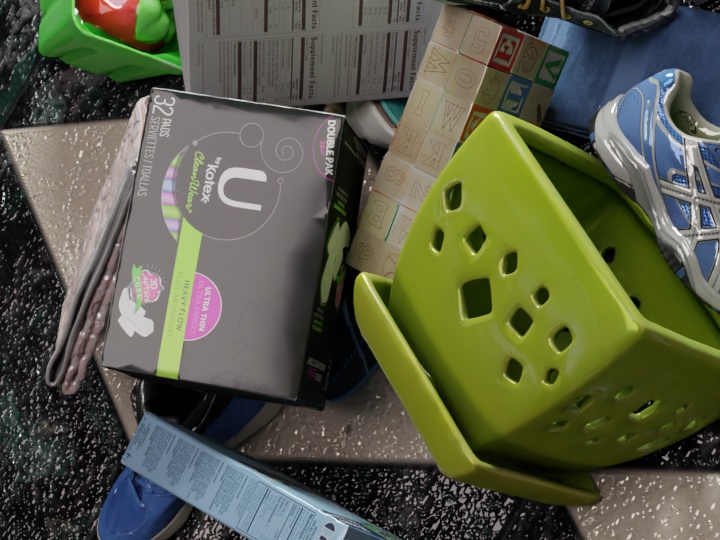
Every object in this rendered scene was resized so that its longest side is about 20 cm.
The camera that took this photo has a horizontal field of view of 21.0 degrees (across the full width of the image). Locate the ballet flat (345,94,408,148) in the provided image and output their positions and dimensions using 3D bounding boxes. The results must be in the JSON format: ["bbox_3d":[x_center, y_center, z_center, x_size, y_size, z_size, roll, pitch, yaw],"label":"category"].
[{"bbox_3d":[0.005,-0.146,1.544,0.069,0.069,0.201,-37,53,15],"label":"ballet flat"}]

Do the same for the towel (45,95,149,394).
[{"bbox_3d":[-0.201,-0.023,1.545,0.191,0.032,0.202,-101,33,-70],"label":"towel"}]

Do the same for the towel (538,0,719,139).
[{"bbox_3d":[0.214,-0.140,1.411,0.199,0.048,0.113,18,83,36],"label":"towel"}]

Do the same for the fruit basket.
[{"bbox_3d":[-0.173,-0.275,1.658,0.215,0.155,0.218,-21,62,45],"label":"fruit basket"}]

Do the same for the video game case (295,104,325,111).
[{"bbox_3d":[-0.116,-0.053,1.539,0.142,0.019,0.202,15,83,41],"label":"video game case"}]

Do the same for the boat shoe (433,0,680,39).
[{"bbox_3d":[0.131,-0.206,1.352,0.091,0.199,0.071,45,132,41],"label":"boat shoe"}]

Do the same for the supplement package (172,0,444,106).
[{"bbox_3d":[-0.040,-0.229,1.460,0.198,0.152,0.153,-5,49,-8],"label":"supplement package"}]

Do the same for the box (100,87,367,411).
[{"bbox_3d":[-0.087,-0.012,1.394,0.147,0.124,0.202,8,83,9],"label":"box"}]

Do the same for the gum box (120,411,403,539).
[{"bbox_3d":[-0.047,0.176,1.383,0.199,0.170,0.045,25,86,37],"label":"gum box"}]

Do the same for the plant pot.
[{"bbox_3d":[0.124,0.042,1.316,0.181,0.198,0.201,-44,56,19],"label":"plant pot"}]

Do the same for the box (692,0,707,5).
[{"bbox_3d":[0.228,-0.324,1.407,0.106,0.152,0.202,-29,60,20],"label":"box"}]

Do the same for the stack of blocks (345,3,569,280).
[{"bbox_3d":[0.078,-0.080,1.409,0.058,0.115,0.202,28,101,38],"label":"stack of blocks"}]

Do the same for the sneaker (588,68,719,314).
[{"bbox_3d":[0.237,-0.046,1.312,0.077,0.076,0.201,-43,79,34],"label":"sneaker"}]

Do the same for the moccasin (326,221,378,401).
[{"bbox_3d":[0.000,0.000,1.481,0.080,0.068,0.202,24,89,36],"label":"moccasin"}]

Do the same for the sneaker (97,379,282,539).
[{"bbox_3d":[-0.156,0.134,1.504,0.200,0.111,0.077,-44,55,11],"label":"sneaker"}]
